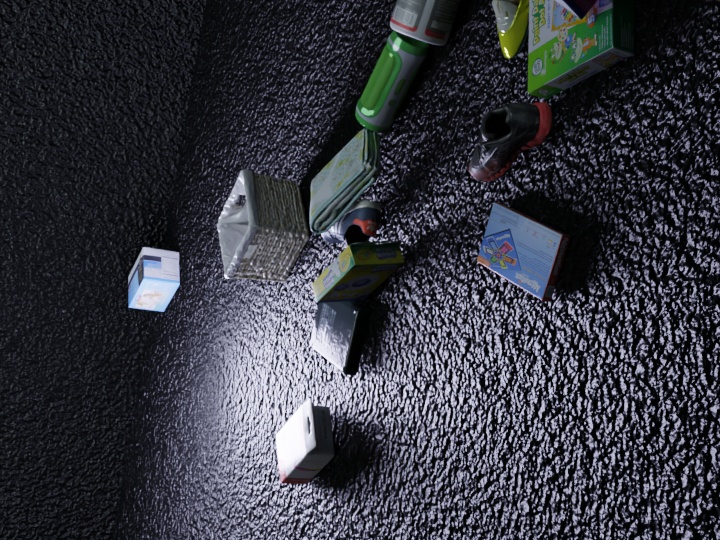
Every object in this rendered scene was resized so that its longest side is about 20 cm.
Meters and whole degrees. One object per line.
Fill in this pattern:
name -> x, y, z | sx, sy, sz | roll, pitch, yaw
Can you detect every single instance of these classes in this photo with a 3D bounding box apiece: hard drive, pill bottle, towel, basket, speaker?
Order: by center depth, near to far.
pill bottle -> 0.136, -0.526, 1.788 | 0.114, 0.113, 0.201 | 52, 128, 57
speaker -> 0.060, -0.376, 1.932 | 0.201, 0.088, 0.089 | -61, 32, 36
towel -> -0.034, -0.187, 2.022 | 0.200, 0.048, 0.172 | -42, 26, 27
hard drive -> -0.046, 0.124, 2.054 | 0.200, 0.033, 0.141 | 28, 108, 63
basket -> -0.241, -0.105, 2.386 | 0.199, 0.160, 0.201 | -58, 35, 40

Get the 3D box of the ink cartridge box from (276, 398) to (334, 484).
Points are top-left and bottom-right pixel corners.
ink cartridge box -> -0.111, 0.364, 2.077 | 0.200, 0.067, 0.117 | 128, 142, -48

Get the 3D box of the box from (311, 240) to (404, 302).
box -> 0.000, 0.000, 1.900 | 0.200, 0.117, 0.049 | -48, 53, 50

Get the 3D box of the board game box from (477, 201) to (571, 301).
board game box -> 0.248, -0.033, 1.507 | 0.200, 0.019, 0.104 | 39, 116, 61

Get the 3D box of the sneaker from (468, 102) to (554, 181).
sneaker -> 0.216, -0.205, 1.539 | 0.200, 0.097, 0.071 | 139, 132, -55

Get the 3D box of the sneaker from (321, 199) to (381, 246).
sneaker -> -0.026, -0.077, 2.027 | 0.200, 0.075, 0.085 | -32, 49, 58

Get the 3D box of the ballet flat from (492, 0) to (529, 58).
ballet flat -> 0.250, -0.446, 1.576 | 0.067, 0.067, 0.201 | 52, 129, 56

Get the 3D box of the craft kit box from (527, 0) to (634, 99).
craft kit box -> 0.321, -0.380, 1.438 | 0.197, 0.048, 0.201 | 156, 119, -64

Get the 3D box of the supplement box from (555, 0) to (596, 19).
supplement box -> 0.314, -0.464, 1.322 | 0.200, 0.103, 0.101 | -51, 54, 14

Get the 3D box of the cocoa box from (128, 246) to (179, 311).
cocoa box -> -0.710, 0.034, 3.354 | 0.200, 0.133, 0.132 | -50, 40, 47
